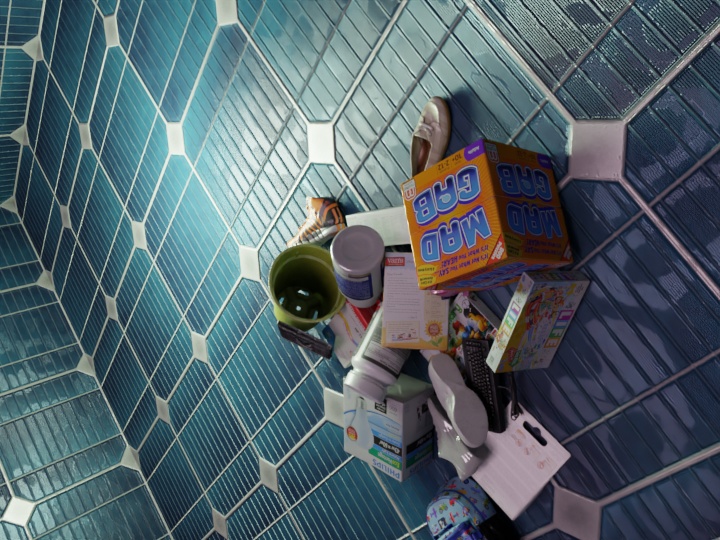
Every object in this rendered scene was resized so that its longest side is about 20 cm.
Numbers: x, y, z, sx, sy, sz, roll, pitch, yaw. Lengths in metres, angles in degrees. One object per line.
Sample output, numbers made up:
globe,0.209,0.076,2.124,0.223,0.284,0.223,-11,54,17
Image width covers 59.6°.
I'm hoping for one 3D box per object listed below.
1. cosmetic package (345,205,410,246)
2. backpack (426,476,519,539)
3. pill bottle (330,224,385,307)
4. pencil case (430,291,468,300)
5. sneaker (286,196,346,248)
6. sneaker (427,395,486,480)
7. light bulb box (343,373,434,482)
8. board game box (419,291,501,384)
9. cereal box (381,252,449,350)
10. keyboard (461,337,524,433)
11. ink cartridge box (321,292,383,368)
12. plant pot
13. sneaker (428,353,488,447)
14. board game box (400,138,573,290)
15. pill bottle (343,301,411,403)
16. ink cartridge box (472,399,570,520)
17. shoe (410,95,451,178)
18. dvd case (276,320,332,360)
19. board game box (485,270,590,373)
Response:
cosmetic package,0.056,-0.099,1.422,0.198,0.050,0.084,-3,103,46
backpack,0.227,0.577,1.401,0.202,0.133,0.183,57,134,20
pill bottle,0.000,0.000,1.415,0.120,0.119,0.201,46,163,25
pencil case,0.173,-0.046,1.271,0.087,0.086,0.204,-13,79,46
sneaker,-0.121,-0.123,1.589,0.198,0.077,0.114,-23,82,36
sneaker,0.190,0.364,1.374,0.089,0.074,0.201,-62,36,23
light bulb box,0.065,0.356,1.502,0.196,0.124,0.204,14,111,42
board game box,0.218,0.152,1.346,0.126,0.034,0.202,47,131,24
cereal box,0.119,0.064,1.329,0.141,0.040,0.204,2,83,13
keyboard,0.270,0.238,1.287,0.126,0.020,0.204,-1,104,44
ink cartridge box,-0.002,0.134,1.543,0.117,0.067,0.201,54,133,18
plant pot,-0.146,0.065,1.585,0.202,0.198,0.185,59,155,14
sneaker,0.201,0.278,1.321,0.089,0.074,0.202,105,145,-59
board game box,0.222,-0.087,1.120,0.198,0.198,0.204,-23,72,47
pill bottle,0.049,0.184,1.402,0.113,0.114,0.202,15,72,41
ink cartridge box,0.326,0.392,1.318,0.161,0.050,0.201,44,112,27
shoe,0.138,-0.252,1.288,0.069,0.053,0.204,26,120,37
dvd case,-0.139,0.181,1.607,0.147,0.016,0.200,24,164,3
board game box,0.322,0.095,1.150,0.034,0.132,0.203,54,138,49
